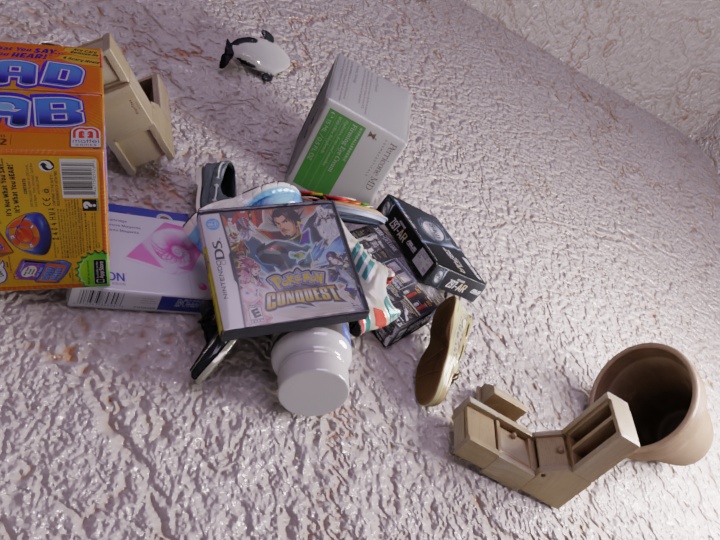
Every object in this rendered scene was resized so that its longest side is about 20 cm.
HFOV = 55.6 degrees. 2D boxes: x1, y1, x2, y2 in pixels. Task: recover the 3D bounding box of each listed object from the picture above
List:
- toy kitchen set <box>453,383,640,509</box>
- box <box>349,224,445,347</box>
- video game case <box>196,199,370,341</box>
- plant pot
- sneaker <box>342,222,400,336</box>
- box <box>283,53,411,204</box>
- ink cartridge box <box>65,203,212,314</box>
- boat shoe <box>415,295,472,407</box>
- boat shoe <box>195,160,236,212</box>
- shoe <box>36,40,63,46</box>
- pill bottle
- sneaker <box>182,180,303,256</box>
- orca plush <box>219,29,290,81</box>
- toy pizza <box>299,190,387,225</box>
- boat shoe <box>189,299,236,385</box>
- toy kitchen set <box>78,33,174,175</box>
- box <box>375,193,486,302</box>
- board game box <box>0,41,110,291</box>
[{"bbox_3d":[0.264,0.205,1.019,0.197,0.181,0.165,29,34,-15],"label":"toy kitchen set"},{"bbox_3d":[0.034,0.017,1.157,0.201,0.050,0.156,48,37,16],"label":"box"},{"bbox_3d":[-0.103,-0.007,0.893,0.194,0.026,0.185,-7,60,-22],"label":"video game case"},{"bbox_3d":[0.532,0.255,1.202,0.173,0.199,0.203,34,31,-30],"label":"plant pot"},{"bbox_3d":[0.000,0.000,1.066,0.091,0.071,0.204,-11,66,-20],"label":"sneaker"},{"bbox_3d":[-0.021,-0.250,1.287,0.168,0.201,0.203,24,38,-14],"label":"box"},{"bbox_3d":[-0.307,-0.033,0.940,0.192,0.044,0.203,6,46,-35],"label":"ink cartridge box"},{"bbox_3d":[0.140,0.133,1.079,0.062,0.073,0.203,37,51,-20],"label":"boat shoe"},{"bbox_3d":[-0.213,-0.100,1.052,0.060,0.074,0.203,-21,47,3],"label":"boat shoe"},{"bbox_3d":[-0.459,-0.312,1.088,0.071,0.092,0.200,39,35,8],"label":"shoe"},{"bbox_3d":[-0.069,0.087,0.937,0.111,0.115,0.203,17,39,-23],"label":"pill bottle"},{"bbox_3d":[-0.159,-0.063,0.990,0.198,0.078,0.092,-28,89,-38],"label":"sneaker"},{"bbox_3d":[-0.241,-0.458,1.484,0.199,0.070,0.108,-35,118,-49],"label":"orca plush"},{"bbox_3d":[-0.049,-0.107,1.141,0.194,0.033,0.200,9,-1,0],"label":"toy pizza"},{"bbox_3d":[-0.179,0.058,0.892,0.066,0.074,0.201,38,49,-10],"label":"boat shoe"},{"bbox_3d":[-0.403,-0.268,1.033,0.159,0.202,0.183,-19,51,1],"label":"toy kitchen set"},{"bbox_3d":[0.130,-0.042,1.263,0.158,0.044,0.202,21,29,-44],"label":"box"},{"bbox_3d":[-0.396,-0.120,0.789,0.194,0.203,0.203,-2,47,-21],"label":"board game box"}]
